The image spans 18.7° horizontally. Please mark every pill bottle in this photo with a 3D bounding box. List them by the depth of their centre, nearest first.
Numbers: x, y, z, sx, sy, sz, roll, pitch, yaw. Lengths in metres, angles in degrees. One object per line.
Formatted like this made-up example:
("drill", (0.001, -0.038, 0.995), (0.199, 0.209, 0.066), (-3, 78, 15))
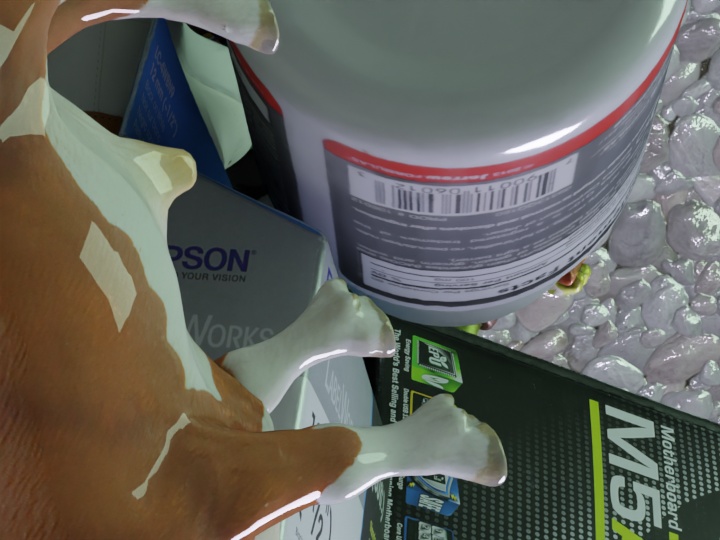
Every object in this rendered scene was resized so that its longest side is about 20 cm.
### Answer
("pill bottle", (0.024, -0.055, 0.594), (0.200, 0.115, 0.116), (85, -6, -74))

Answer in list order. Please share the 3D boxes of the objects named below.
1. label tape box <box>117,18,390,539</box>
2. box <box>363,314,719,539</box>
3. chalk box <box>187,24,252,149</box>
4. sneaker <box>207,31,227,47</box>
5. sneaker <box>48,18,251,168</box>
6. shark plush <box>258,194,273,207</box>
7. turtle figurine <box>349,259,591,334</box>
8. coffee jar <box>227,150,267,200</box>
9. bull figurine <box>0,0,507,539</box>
("label tape box", (-0.031, 0.052, 0.592), (0.143, 0.066, 0.201), (74, 23, -62))
("box", (0.079, 0.125, 0.742), (0.048, 0.192, 0.201), (124, -21, -44))
("chalk box", (-0.053, -0.121, 0.832), (0.125, 0.123, 0.201), (-101, 177, -59))
("sneaker", (-0.050, -0.127, 0.717), (0.200, 0.074, 0.089), (19, 43, -47))
("sneaker", (-0.077, -0.037, 0.692), (0.200, 0.072, 0.085), (37, 56, -80))
("shark plush", (0.000, 0.000, 0.911), (0.200, 0.091, 0.083), (-60, 147, -27))
("turtle figurine", (0.047, -0.039, 0.837), (0.200, 0.064, 0.162), (75, 34, -49))
("coffee jar", (-0.049, -0.064, 0.981), (0.085, 0.104, 0.201), (-86, 165, -87))
("bull figurine", (-0.049, 0.016, 0.395), (0.065, 0.121, 0.201), (26, -42, 62))
